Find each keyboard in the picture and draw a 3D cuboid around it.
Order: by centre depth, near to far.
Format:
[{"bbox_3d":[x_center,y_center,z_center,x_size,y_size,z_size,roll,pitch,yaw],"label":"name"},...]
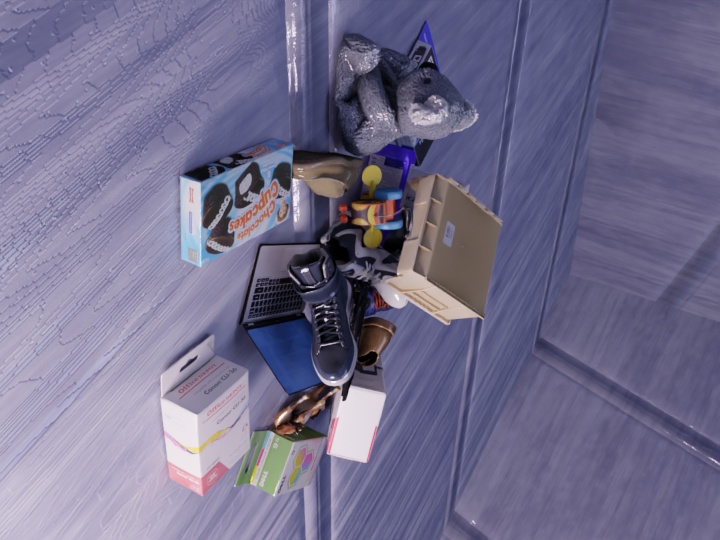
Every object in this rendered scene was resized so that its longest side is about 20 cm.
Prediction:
[{"bbox_3d":[-0.021,0.117,1.261,0.104,0.039,0.201,-68,170,-61],"label":"keyboard"}]

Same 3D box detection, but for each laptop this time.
[{"bbox_3d":[-0.090,0.068,1.173,0.187,0.115,0.201,-6,113,-65],"label":"laptop"}]

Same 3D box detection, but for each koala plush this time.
[{"bbox_3d":[0.075,-0.259,1.162,0.177,0.199,0.185,-11,113,-63],"label":"koala plush"}]

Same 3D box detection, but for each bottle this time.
[{"bbox_3d":[0.039,-0.130,1.342,0.065,0.083,0.201,-10,115,-65],"label":"bottle"}]

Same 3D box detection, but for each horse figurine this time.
[{"bbox_3d":[-0.102,0.253,1.337,0.132,0.050,0.200,-43,173,25],"label":"horse figurine"}]

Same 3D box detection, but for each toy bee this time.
[{"bbox_3d":[0.018,-0.107,1.204,0.200,0.108,0.132,126,-38,-83],"label":"toy bee"}]

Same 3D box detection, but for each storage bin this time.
[{"bbox_3d":[0.146,-0.037,1.299,0.198,0.093,0.201,32,64,-37],"label":"storage bin"}]

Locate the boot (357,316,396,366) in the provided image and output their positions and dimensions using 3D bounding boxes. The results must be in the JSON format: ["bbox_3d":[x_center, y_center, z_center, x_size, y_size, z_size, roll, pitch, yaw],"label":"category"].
[{"bbox_3d":[-0.004,0.141,1.382,0.200,0.073,0.076,-30,-145,64],"label":"boot"}]

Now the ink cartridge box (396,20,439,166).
[{"bbox_3d":[0.122,-0.335,1.418,0.201,0.043,0.198,-65,155,-16],"label":"ink cartridge box"}]

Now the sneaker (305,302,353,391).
[{"bbox_3d":[-0.059,0.131,1.344,0.201,0.077,0.085,-64,160,-14],"label":"sneaker"}]

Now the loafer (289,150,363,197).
[{"bbox_3d":[-0.052,-0.147,1.141,0.200,0.076,0.068,-15,115,-62],"label":"loafer"}]

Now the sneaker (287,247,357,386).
[{"bbox_3d":[-0.060,0.061,1.121,0.146,0.077,0.203,63,18,-52],"label":"sneaker"}]

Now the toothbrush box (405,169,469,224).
[{"bbox_3d":[0.125,-0.089,1.484,0.085,0.146,0.201,-40,141,-50],"label":"toothbrush box"}]

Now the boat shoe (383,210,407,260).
[{"bbox_3d":[0.056,-0.050,1.440,0.060,0.075,0.201,-105,-171,-63],"label":"boat shoe"}]

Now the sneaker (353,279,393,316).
[{"bbox_3d":[0.029,0.048,1.403,0.200,0.078,0.076,-32,118,-81],"label":"sneaker"}]

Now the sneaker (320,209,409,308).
[{"bbox_3d":[0.000,0.000,1.271,0.130,0.079,0.200,-40,107,-45],"label":"sneaker"}]

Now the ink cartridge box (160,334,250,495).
[{"bbox_3d":[-0.219,0.206,1.057,0.116,0.067,0.201,-42,144,-48],"label":"ink cartridge box"}]

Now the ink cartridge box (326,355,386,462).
[{"bbox_3d":[-0.009,0.254,1.433,0.200,0.084,0.145,-92,-164,-75],"label":"ink cartridge box"}]

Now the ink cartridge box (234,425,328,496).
[{"bbox_3d":[-0.140,0.346,1.346,0.200,0.059,0.104,21,89,-66],"label":"ink cartridge box"}]

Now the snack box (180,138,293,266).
[{"bbox_3d":[-0.162,-0.096,0.989,0.200,0.037,0.117,-37,141,-52],"label":"snack box"}]
